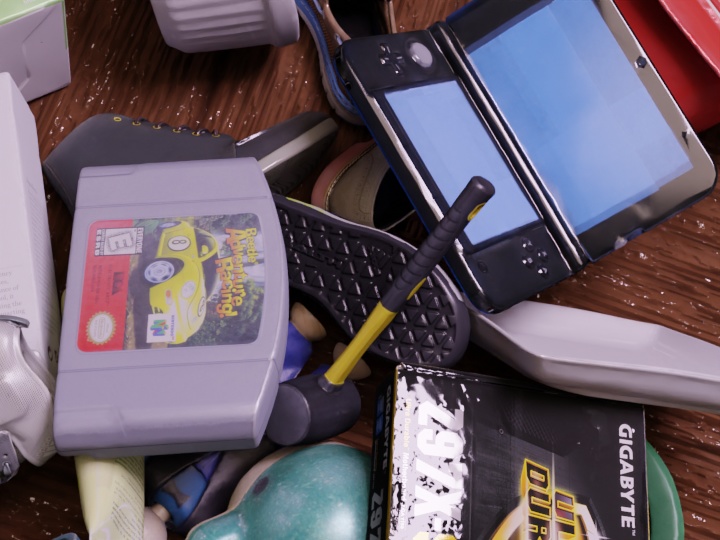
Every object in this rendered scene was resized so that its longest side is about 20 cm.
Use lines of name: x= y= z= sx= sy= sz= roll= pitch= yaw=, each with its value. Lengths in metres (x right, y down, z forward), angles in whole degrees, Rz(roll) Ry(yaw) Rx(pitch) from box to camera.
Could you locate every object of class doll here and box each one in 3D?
doll: x=-0.090 y=0.112 z=0.743 sx=0.136 sy=0.048 sz=0.200 roll=42 pitch=73 yaw=5

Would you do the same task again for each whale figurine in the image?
whale figurine: x=-0.037 y=0.202 z=0.682 sx=0.159 sy=0.104 sz=0.200 roll=41 pitch=76 yaw=-25

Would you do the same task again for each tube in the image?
tube: x=-0.157 y=0.093 z=0.700 sx=0.058 sy=0.052 sz=0.200 roll=18 pitch=42 yaw=-35

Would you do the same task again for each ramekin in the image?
ramekin: x=-0.113 y=-0.247 z=0.802 sx=0.094 sy=0.202 sz=0.203 roll=-15 pitch=73 yaw=-3

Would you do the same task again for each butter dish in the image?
butter dish: x=0.204 y=-0.161 z=0.862 sx=0.148 sy=0.199 sz=0.200 roll=-38 pitch=82 yaw=24

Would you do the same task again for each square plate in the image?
square plate: x=0.158 y=0.053 z=0.738 sx=0.197 sy=0.200 sz=0.029 roll=9 pitch=97 yaw=-17

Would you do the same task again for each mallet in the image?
mallet: x=0.008 y=0.027 z=0.660 sx=0.041 sy=0.200 sz=0.066 roll=45 pitch=30 yaw=22

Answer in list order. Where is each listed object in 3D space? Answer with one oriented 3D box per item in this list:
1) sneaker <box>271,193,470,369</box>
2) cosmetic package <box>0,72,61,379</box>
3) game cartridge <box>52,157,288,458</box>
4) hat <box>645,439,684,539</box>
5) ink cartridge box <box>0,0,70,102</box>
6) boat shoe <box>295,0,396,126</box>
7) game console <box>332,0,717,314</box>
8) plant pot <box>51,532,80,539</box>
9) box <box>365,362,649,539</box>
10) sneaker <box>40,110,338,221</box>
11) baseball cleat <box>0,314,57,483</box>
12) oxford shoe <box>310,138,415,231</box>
sneaker: x=0.000 y=0.000 z=0.762 sx=0.200 sy=0.083 sz=0.072 roll=32 pitch=99 yaw=28
cosmetic package: x=-0.254 y=-0.017 z=0.733 sx=0.101 sy=0.074 sz=0.201 roll=-9 pitch=74 yaw=-5
game cartridge: x=-0.110 y=0.014 z=0.688 sx=0.133 sy=0.041 sz=0.201 roll=-2 pitch=55 yaw=-4
hat: x=0.153 y=0.196 z=0.778 sx=0.166 sy=0.176 sz=0.200 roll=-44 pitch=58 yaw=0
ink cartridge box: x=-0.280 y=-0.224 z=0.795 sx=0.067 sy=0.117 sz=0.200 roll=-29 pitch=78 yaw=-21
boat shoe: x=-0.009 y=-0.214 z=0.867 sx=0.072 sy=0.072 sz=0.201 roll=-15 pitch=75 yaw=-27
game console: x=0.109 y=-0.098 z=0.737 sx=0.170 sy=0.118 sz=0.200 roll=-21 pitch=78 yaw=-50
plant pot: x=-0.172 y=0.276 z=0.595 sx=0.200 sy=0.200 sz=0.188 roll=-40 pitch=95 yaw=-22
box: x=0.083 y=0.163 z=0.640 sx=0.159 sy=0.049 sz=0.201 roll=10 pitch=65 yaw=-12
sneaker: x=-0.118 y=-0.084 z=0.798 sx=0.200 sy=0.075 sz=0.106 roll=-31 pitch=78 yaw=-19
baseball cleat: x=-0.225 y=0.122 z=0.660 sx=0.106 sy=0.070 sz=0.201 roll=6 pitch=108 yaw=-9
oxford shoe: x=0.055 y=-0.092 z=0.825 sx=0.200 sy=0.074 sz=0.071 roll=-48 pitch=125 yaw=-16
